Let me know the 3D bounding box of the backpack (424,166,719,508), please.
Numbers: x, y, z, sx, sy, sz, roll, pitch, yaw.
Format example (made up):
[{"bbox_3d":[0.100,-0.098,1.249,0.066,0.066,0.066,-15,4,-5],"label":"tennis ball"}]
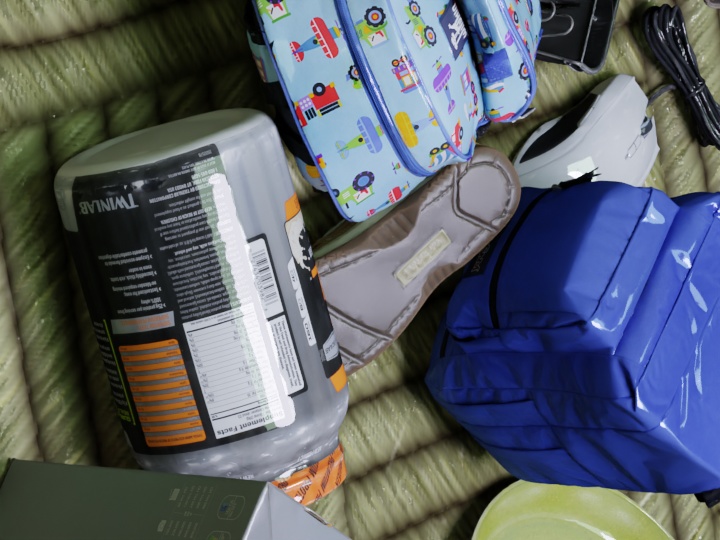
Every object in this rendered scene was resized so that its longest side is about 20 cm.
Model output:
[{"bbox_3d":[0.133,0.029,1.650,0.168,0.200,0.163,45,62,-24],"label":"backpack"}]

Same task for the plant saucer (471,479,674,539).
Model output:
[{"bbox_3d":[0.137,0.220,1.725,0.199,0.031,0.201,20,52,-27],"label":"plant saucer"}]

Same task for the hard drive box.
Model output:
[{"bbox_3d":[-0.078,0.167,1.435,0.156,0.199,0.077,39,64,-39],"label":"hard drive box"}]

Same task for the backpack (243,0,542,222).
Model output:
[{"bbox_3d":[0.015,-0.131,1.525,0.200,0.134,0.183,-73,144,-64],"label":"backpack"}]

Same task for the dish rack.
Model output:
[{"bbox_3d":[0.093,-0.218,1.691,0.200,0.054,0.154,29,70,-53],"label":"dish rack"}]

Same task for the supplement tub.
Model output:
[{"bbox_3d":[-0.078,0.026,1.484,0.122,0.122,0.201,-26,106,-42],"label":"supplement tub"}]

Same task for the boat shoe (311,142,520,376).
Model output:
[{"bbox_3d":[0.000,0.000,1.604,0.200,0.076,0.072,-36,114,-13],"label":"boat shoe"}]

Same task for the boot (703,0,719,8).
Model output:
[{"bbox_3d":[0.218,-0.244,1.766,0.200,0.070,0.147,31,43,-80],"label":"boot"}]

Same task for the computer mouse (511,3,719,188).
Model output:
[{"bbox_3d":[0.167,-0.082,1.791,0.200,0.044,0.110,-42,120,-37],"label":"computer mouse"}]
